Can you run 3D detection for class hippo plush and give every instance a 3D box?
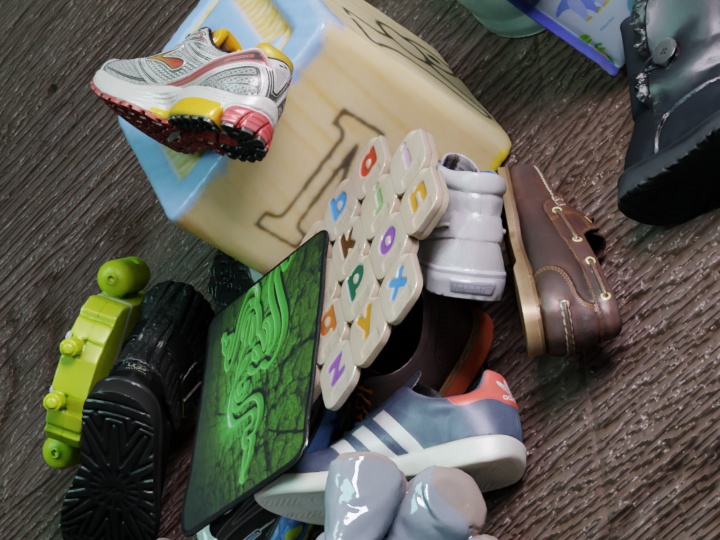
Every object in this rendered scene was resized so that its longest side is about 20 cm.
[{"bbox_3d":[0.010,0.234,1.520,0.200,0.159,0.161,-60,-2,-29],"label":"hippo plush"}]

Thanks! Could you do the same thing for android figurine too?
[{"bbox_3d":[-0.216,0.078,1.890,0.200,0.041,0.182,-22,-49,-78],"label":"android figurine"}]

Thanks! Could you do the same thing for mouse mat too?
[{"bbox_3d":[-0.076,0.081,1.645,0.161,0.008,0.200,-38,35,43],"label":"mouse mat"}]

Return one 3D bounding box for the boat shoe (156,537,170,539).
[{"bbox_3d":[-0.163,0.299,1.731,0.063,0.073,0.200,-28,49,35],"label":"boat shoe"}]

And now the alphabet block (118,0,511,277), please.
[{"bbox_3d":[-0.039,-0.109,1.767,0.196,0.200,0.195,-50,33,14],"label":"alphabet block"}]

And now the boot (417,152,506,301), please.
[{"bbox_3d":[0.067,-0.036,1.628,0.200,0.073,0.096,-157,74,-76],"label":"boot"}]

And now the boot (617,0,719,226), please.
[{"bbox_3d":[0.245,-0.138,1.518,0.200,0.076,0.168,-30,46,47],"label":"boot"}]

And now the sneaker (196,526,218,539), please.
[{"bbox_3d":[-0.075,0.159,1.725,0.080,0.070,0.200,-34,40,30],"label":"sneaker"}]

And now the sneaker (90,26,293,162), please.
[{"bbox_3d":[-0.117,-0.131,1.647,0.200,0.078,0.082,13,71,46],"label":"sneaker"}]

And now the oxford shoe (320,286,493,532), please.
[{"bbox_3d":[0.015,0.102,1.642,0.071,0.072,0.200,25,85,57],"label":"oxford shoe"}]

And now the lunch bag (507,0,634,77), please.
[{"bbox_3d":[0.150,-0.265,1.626,0.170,0.200,0.127,-51,24,12],"label":"lunch bag"}]

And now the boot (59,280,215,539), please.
[{"bbox_3d":[-0.174,0.128,1.865,0.158,0.079,0.211,-66,-6,-53],"label":"boot"}]

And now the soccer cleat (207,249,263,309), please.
[{"bbox_3d":[-0.054,0.036,1.791,0.200,0.073,0.068,46,123,55],"label":"soccer cleat"}]

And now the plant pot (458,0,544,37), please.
[{"bbox_3d":[0.112,-0.301,1.777,0.200,0.134,0.201,-33,41,34],"label":"plant pot"}]

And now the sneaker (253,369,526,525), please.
[{"bbox_3d":[0.019,0.119,1.583,0.200,0.075,0.085,-12,60,19],"label":"sneaker"}]

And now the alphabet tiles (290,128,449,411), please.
[{"bbox_3d":[0.000,0.000,1.595,0.200,0.015,0.196,-56,26,26],"label":"alphabet tiles"}]

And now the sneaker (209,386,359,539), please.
[{"bbox_3d":[-0.054,0.117,1.661,0.083,0.071,0.200,20,82,15],"label":"sneaker"}]

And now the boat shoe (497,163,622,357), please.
[{"bbox_3d":[0.136,-0.009,1.581,0.070,0.070,0.200,-12,38,2],"label":"boat shoe"}]
